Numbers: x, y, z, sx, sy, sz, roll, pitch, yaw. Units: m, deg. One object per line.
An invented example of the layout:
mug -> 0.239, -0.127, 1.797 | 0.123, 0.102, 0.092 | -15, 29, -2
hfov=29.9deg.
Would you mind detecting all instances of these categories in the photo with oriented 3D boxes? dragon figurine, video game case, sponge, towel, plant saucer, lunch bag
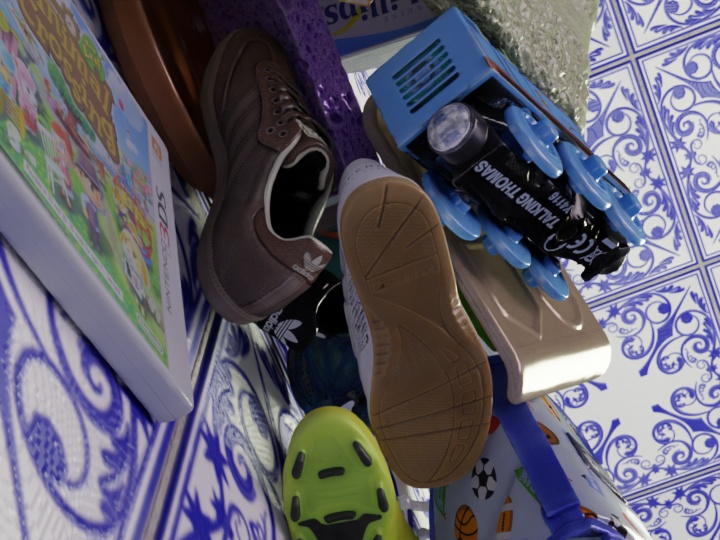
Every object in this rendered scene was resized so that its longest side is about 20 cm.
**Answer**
dragon figurine -> -0.015, 0.057, 0.879 | 0.201, 0.099, 0.059 | 63, -20, 22
video game case -> -0.129, -0.058, 0.595 | 0.200, 0.022, 0.183 | 61, 11, -46
sponge -> -0.055, -0.139, 0.855 | 0.111, 0.030, 0.201 | -15, -83, 62
towel -> 0.094, -0.183, 0.835 | 0.200, 0.036, 0.149 | 41, 48, -42
plant saucer -> -0.117, -0.132, 0.838 | 0.200, 0.032, 0.201 | -21, 90, -83
lunch bag -> 0.110, 0.174, 0.816 | 0.170, 0.123, 0.201 | -115, -165, -57

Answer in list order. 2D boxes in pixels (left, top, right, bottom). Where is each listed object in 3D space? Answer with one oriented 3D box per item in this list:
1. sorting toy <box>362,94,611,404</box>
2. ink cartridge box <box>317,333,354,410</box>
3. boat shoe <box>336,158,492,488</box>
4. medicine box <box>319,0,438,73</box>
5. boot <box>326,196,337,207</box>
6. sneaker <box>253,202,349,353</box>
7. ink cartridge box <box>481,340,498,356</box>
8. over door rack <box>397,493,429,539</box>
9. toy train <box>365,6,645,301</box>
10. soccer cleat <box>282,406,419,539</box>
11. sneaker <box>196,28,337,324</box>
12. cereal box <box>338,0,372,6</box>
sorting toy -> 0.079, -0.014, 0.850 | 0.185, 0.036, 0.201 | -2, 64, -64
ink cartridge box -> -0.006, 0.028, 1.055 | 0.200, 0.067, 0.118 | -66, 134, -78
boat shoe -> 0.028, 0.029, 0.758 | 0.069, 0.071, 0.201 | -115, -167, -62
medicine box -> 0.031, -0.208, 0.952 | 0.200, 0.182, 0.103 | -23, 99, -58
boot -> -0.033, -0.064, 1.018 | 0.200, 0.090, 0.073 | -52, 121, -81
sneaker -> 0.000, 0.000, 0.840 | 0.200, 0.071, 0.080 | -23, 65, -46
ink cartridge box -> 0.064, -0.001, 1.191 | 0.174, 0.043, 0.200 | 56, -8, -12
over door rack -> 0.075, 0.224, 1.053 | 0.200, 0.066, 0.148 | 94, -16, -54
toy train -> 0.092, -0.062, 0.784 | 0.200, 0.087, 0.115 | 29, 31, -48
soccer cleat -> 0.000, 0.153, 0.795 | 0.084, 0.064, 0.201 | -96, 168, -59
sneaker -> -0.042, -0.064, 0.752 | 0.070, 0.075, 0.201 | 34, 43, -42
cereal box -> -0.091, -0.219, 0.733 | 0.040, 0.199, 0.144 | -58, -145, 41
